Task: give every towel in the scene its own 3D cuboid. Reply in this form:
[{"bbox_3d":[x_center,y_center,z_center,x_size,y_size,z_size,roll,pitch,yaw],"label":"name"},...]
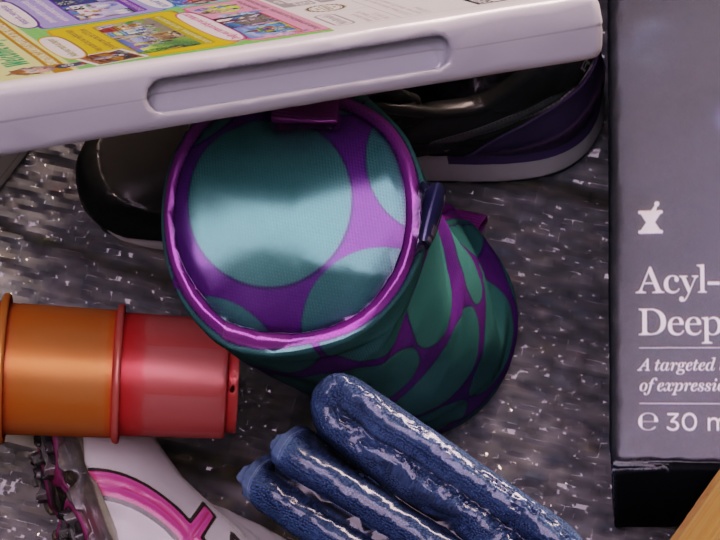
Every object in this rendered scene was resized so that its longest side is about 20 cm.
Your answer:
[{"bbox_3d":[0.031,0.090,0.816,0.111,0.200,0.049,33,85,13],"label":"towel"}]

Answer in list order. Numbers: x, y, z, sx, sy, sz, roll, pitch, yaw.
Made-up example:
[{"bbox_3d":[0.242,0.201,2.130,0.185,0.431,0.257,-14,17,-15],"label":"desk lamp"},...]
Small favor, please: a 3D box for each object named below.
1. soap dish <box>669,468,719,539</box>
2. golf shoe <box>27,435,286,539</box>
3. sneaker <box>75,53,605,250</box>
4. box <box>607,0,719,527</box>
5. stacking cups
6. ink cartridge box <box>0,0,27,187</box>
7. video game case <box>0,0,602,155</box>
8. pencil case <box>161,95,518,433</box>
[{"bbox_3d":[0.196,0.073,0.762,0.157,0.081,0.200,35,94,5],"label":"soap dish"},{"bbox_3d":[-0.047,0.120,0.890,0.092,0.073,0.201,-25,78,-18],"label":"golf shoe"},{"bbox_3d":[-0.011,-0.065,0.925,0.199,0.088,0.076,-14,73,2],"label":"sneaker"},{"bbox_3d":[0.159,-0.017,0.884,0.148,0.107,0.201,-1,73,6],"label":"box"},{"bbox_3d":[-0.139,0.027,0.852,0.199,0.061,0.061,0,74,-5],"label":"stacking cups"},{"bbox_3d":[-0.148,-0.074,0.930,0.050,0.109,0.200,34,80,14],"label":"ink cartridge box"},{"bbox_3d":[-0.044,-0.073,0.796,0.181,0.200,0.022,-10,104,-14],"label":"video game case"},{"bbox_3d":[0.000,0.000,0.847,0.085,0.200,0.093,16,82,14],"label":"pencil case"}]
